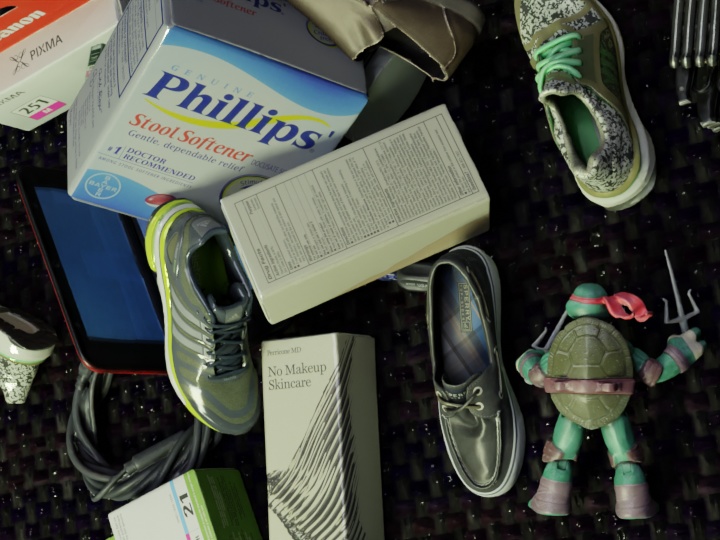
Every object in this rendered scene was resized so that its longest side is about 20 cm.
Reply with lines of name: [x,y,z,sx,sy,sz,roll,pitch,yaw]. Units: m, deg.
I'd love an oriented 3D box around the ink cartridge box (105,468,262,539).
ink cartridge box: [-0.178,0.279,1.504,0.199,0.076,0.149,-29,71,24]

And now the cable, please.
cable: [-0.189,0.121,1.551,0.162,0.051,0.201,27,94,25]

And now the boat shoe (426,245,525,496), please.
boat shoe: [0.085,0.082,1.364,0.069,0.066,0.202,-1,93,26]

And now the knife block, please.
knife block: [0.284,-0.213,1.302,0.063,0.177,0.201,2,41,29]

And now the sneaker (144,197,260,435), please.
sneaker: [-0.120,0.044,1.399,0.081,0.073,0.202,16,125,59]

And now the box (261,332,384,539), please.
box: [-0.031,0.156,1.435,0.082,0.068,0.202,-9,81,29]

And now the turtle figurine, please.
turtle figurine: [0.177,0.084,1.308,0.149,0.100,0.202,2,91,31]

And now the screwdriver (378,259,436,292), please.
screwdriver: [0.000,0.000,1.455,0.198,0.029,0.028,4,72,30]

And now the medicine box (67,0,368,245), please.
medicine box: [-0.120,-0.134,1.411,0.200,0.181,0.104,-52,33,38]

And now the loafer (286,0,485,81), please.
loafer: [-0.001,-0.203,1.351,0.198,0.073,0.072,17,77,-7]

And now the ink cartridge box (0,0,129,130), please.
ink cartridge box: [-0.292,-0.198,1.567,0.199,0.173,0.044,-24,73,26]

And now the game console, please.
game console: [-0.173,-0.020,1.478,0.171,0.119,0.201,-24,70,1]

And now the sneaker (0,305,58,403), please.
sneaker: [-0.379,0.067,1.654,0.199,0.077,0.089,26,106,32]

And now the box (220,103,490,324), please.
box: [-0.003,-0.044,1.386,0.198,0.078,0.096,-22,71,-3]

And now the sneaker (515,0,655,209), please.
sneaker: [0.165,-0.147,1.331,0.077,0.088,0.201,-29,70,24]

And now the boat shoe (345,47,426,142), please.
boat shoe: [0.028,-0.203,1.443,0.063,0.071,0.201,28,91,29]
